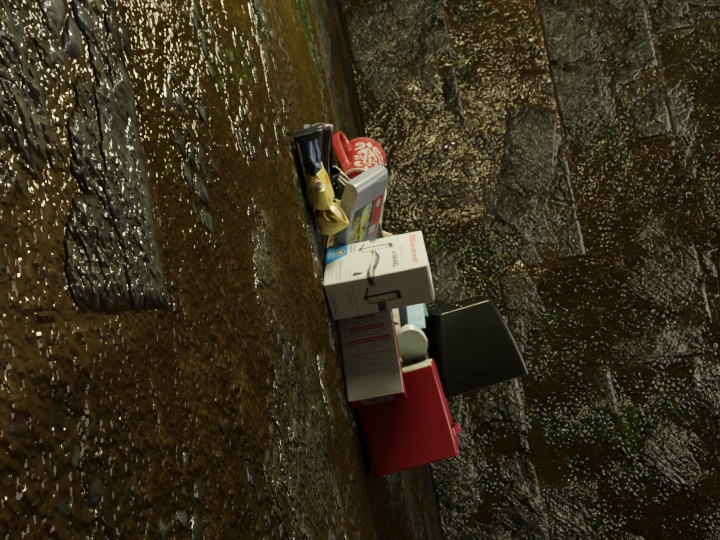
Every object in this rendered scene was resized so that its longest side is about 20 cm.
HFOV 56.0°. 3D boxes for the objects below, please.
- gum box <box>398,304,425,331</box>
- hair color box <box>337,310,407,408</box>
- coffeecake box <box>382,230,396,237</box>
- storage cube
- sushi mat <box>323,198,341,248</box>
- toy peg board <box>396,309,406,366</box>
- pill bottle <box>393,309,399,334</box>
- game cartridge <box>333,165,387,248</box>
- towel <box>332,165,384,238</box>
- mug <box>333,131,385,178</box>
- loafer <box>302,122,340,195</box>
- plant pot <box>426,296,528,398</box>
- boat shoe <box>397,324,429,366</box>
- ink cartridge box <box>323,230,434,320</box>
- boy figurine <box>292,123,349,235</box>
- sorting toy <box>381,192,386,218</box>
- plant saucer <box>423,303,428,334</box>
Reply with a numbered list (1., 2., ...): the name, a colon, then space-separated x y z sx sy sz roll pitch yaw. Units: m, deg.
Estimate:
1. gum box: 0.113 0.078 1.637 0.171 0.044 0.203 101 -13 -63
2. hair color box: 0.020 0.153 1.313 0.064 0.109 0.203 66 14 -67
3. coffeecake box: 0.044 -0.007 1.698 0.200 0.072 0.156 47 65 -79
4. storage cube: 0.096 0.296 1.393 0.171 0.197 0.183 22 50 -82
5. sushi mat: -0.051 -0.098 1.404 0.200 0.012 0.097 -39 142 -83
6. toy peg board: 0.046 0.215 1.654 0.200 0.096 0.203 98 -11 -57
7. pill bottle: 0.021 0.093 1.433 0.112 0.110 0.204 43 36 -80
8. game cartridge: -0.004 -0.104 1.387 0.133 0.041 0.203 -34 144 -43
9. towel: -0.008 -0.140 1.524 0.132 0.034 0.201 43 -16 33
10. mug: -0.019 -0.273 1.844 0.201 0.175 0.135 -83 -162 -59
11. loafer: -0.066 -0.201 1.351 0.072 0.062 0.202 -98 176 -50
12. plant pot: 0.245 0.165 1.562 0.199 0.197 0.181 -176 -111 -85
13. boat shoe: 0.119 0.169 1.513 0.201 0.069 0.064 71 12 -50
14. ink cartridge box: 0.035 0.007 1.300 0.147 0.196 0.085 -92 168 -60
15. boy figurine: -0.072 -0.159 1.246 0.125 0.063 0.203 -91 166 -72
16. sorting toy: 0.001 -0.089 1.697 0.201 0.105 0.183 93 4 -63
17. plant saucer: 0.144 0.172 1.642 0.070 0.019 0.203 -99 -168 -59
